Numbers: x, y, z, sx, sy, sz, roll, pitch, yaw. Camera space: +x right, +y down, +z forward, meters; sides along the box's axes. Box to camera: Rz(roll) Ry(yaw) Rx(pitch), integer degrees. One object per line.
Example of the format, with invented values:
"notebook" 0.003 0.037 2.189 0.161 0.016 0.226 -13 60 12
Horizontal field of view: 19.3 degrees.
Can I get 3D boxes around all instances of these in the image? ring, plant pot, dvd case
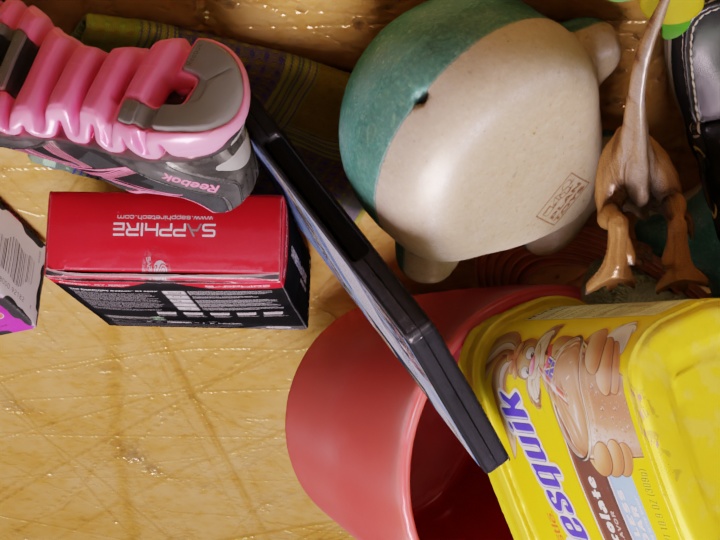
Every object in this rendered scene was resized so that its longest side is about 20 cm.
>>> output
"ring" 0.154 0.037 1.224 0.200 0.019 0.201 30 154 16
"plant pot" 0.058 0.098 1.230 0.200 0.202 0.177 25 172 -32
"dvd case" 0.000 0.000 1.066 0.017 0.200 0.143 -35 144 -3

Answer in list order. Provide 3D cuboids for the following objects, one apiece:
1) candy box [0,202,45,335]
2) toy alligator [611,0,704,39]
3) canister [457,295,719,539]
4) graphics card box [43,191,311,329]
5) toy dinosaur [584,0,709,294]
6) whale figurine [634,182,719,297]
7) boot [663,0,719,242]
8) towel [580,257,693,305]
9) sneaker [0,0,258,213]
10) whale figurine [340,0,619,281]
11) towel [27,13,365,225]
"candy box" -0.287 -0.027 1.196 0.135 0.061 0.200 -11 147 21
"toy alligator" 0.131 -0.170 0.929 0.054 0.060 0.200 2 149 1
"canister" 0.134 0.085 1.037 0.086 0.149 0.200 -22 -175 -19
"graphics card box" -0.094 -0.003 1.165 0.124 0.051 0.200 0 170 4
"toy dinosaur" 0.130 -0.047 1.006 0.060 0.107 0.200 -7 163 5
"whale figurine" 0.245 0.017 1.183 0.199 0.104 0.159 27 142 -32
"boot" 0.203 -0.031 1.025 0.073 0.151 0.201 -13 125 7
"towel" 0.197 0.086 1.127 0.036 0.148 0.200 -38 115 -8
"sneaker" -0.136 -0.073 1.052 0.199 0.079 0.096 15 153 25
"whale figurine" 0.064 -0.069 1.062 0.159 0.104 0.200 -52 153 10
"towel" -0.073 -0.075 1.137 0.199 0.023 0.144 15 147 -19
